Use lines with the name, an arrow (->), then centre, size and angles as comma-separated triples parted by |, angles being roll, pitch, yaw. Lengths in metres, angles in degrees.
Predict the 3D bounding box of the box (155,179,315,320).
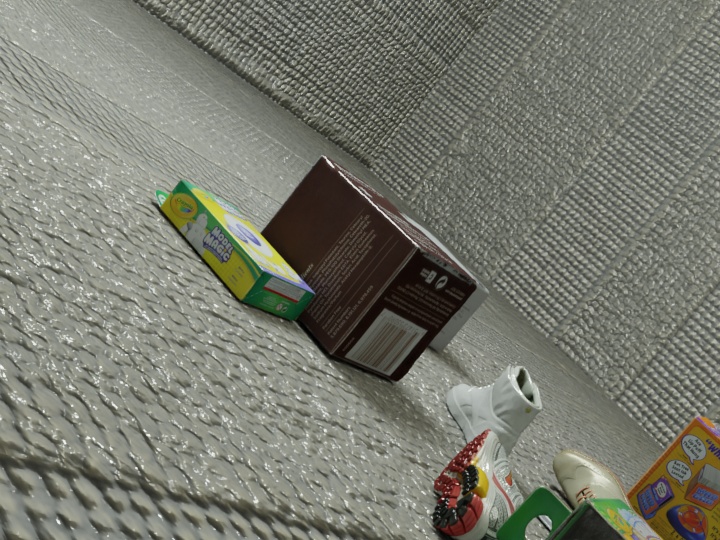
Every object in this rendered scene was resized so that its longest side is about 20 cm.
box -> -0.149, -0.031, 1.271 | 0.200, 0.049, 0.117 | 43, 8, 31

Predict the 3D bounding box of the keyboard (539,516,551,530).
keyboard -> 0.272, 0.349, 1.279 | 0.056, 0.011, 0.200 | 38, 7, -49

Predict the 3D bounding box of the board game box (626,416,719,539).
board game box -> 0.508, 0.356, 1.606 | 0.200, 0.200, 0.200 | 44, 9, 21

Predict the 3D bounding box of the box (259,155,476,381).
box -> 0.000, 0.000, 1.351 | 0.200, 0.165, 0.166 | 45, 10, 34

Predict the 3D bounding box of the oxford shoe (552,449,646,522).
oxford shoe -> 0.319, 0.310, 1.475 | 0.074, 0.071, 0.200 | 27, 15, -46

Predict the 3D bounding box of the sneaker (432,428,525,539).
sneaker -> 0.120, 0.223, 1.072 | 0.082, 0.078, 0.200 | 43, 17, -4

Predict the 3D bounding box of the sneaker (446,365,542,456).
sneaker -> 0.180, 0.170, 1.436 | 0.073, 0.116, 0.200 | 35, 8, -17

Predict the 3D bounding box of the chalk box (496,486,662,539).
chalk box -> 0.205, 0.273, 0.921 | 0.200, 0.125, 0.124 | 45, 10, 27

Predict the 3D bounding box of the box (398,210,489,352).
box -> 0.070, -0.002, 1.790 | 0.199, 0.131, 0.199 | 34, 10, -37
